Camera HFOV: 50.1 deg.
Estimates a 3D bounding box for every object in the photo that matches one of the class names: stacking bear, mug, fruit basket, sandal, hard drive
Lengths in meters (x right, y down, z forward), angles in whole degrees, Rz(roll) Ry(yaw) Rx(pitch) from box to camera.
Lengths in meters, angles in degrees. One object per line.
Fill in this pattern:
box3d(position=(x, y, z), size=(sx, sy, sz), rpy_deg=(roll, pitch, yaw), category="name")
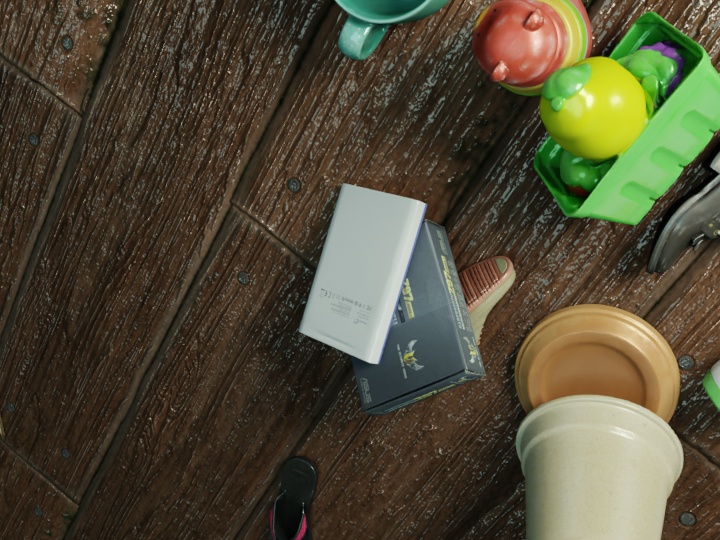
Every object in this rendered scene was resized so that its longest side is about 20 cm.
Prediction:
box3d(position=(0.170, -0.232, 0.782), size=(0.114, 0.200, 0.122), rpy_deg=(44, 117, 5), category="stacking bear")
box3d(position=(0.032, -0.344, 0.852), size=(0.184, 0.114, 0.153), rpy_deg=(-28, 95, 28), category="mug")
box3d(position=(0.246, -0.159, 0.777), size=(0.214, 0.156, 0.217), rpy_deg=(-4, 126, -6), category="fruit basket")
box3d(position=(-0.109, 0.379, 1.186), size=(0.075, 0.045, 0.201), rpy_deg=(15, 112, 17), category="sandal")
box3d(position=(0.000, 0.000, 0.963), size=(0.132, 0.025, 0.201), rpy_deg=(18, 92, 42), category="hard drive")

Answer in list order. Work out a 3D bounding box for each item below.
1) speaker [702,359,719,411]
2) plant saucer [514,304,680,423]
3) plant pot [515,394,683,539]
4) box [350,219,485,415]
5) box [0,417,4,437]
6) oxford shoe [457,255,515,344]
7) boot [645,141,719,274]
box3d(position=(0.475, 0.089, 0.829), size=(0.088, 0.088, 0.200), rpy_deg=(46, 118, 3), category="speaker")
box3d(position=(0.287, 0.141, 0.950), size=(0.199, 0.037, 0.202), rpy_deg=(7, 110, 21), category="plant saucer")
box3d(position=(0.269, 0.280, 0.889), size=(0.199, 0.184, 0.201), rpy_deg=(10, 130, 12), category="plant pot")
box3d(position=(0.055, 0.060, 0.954), size=(0.157, 0.051, 0.201), rpy_deg=(-27, 64, 31), category="box")
box3d(position=(-0.749, 0.223, 1.410), size=(0.199, 0.021, 0.165), rpy_deg=(2, 108, 22), category="box")
box3d(position=(0.131, 0.062, 0.984), size=(0.074, 0.071, 0.200), rpy_deg=(34, 117, -24), category="oxford shoe")
box3d(position=(0.423, -0.039, 0.817), size=(0.174, 0.069, 0.201), rpy_deg=(34, 114, 9), category="boot")
